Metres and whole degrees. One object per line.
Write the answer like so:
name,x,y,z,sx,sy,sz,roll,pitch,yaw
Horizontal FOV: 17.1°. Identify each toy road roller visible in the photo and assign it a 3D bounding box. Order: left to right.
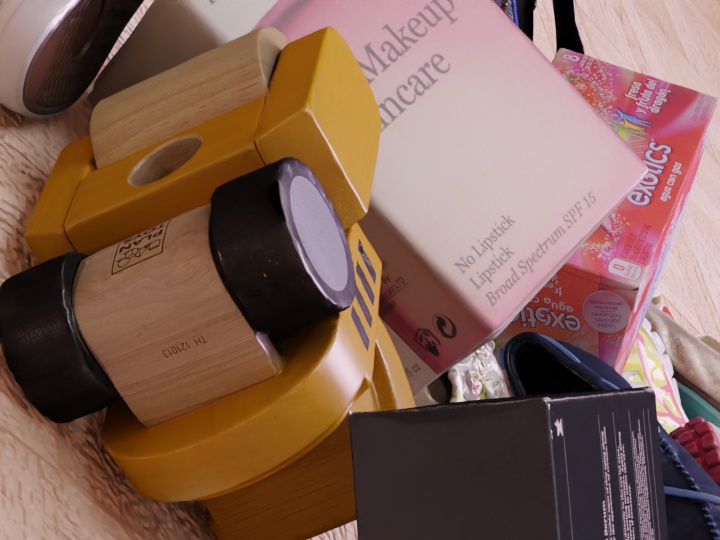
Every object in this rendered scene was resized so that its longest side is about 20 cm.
toy road roller,-0.043,0.014,0.905,0.146,0.122,0.200,59,19,-26

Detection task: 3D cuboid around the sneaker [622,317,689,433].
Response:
sneaker,0.145,0.090,1.316,0.200,0.078,0.090,52,20,-10

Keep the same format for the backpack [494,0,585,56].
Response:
backpack,0.044,-0.196,1.394,0.200,0.153,0.191,-100,-170,-63

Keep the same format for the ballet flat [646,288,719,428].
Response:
ballet flat,0.171,0.046,1.410,0.062,0.068,0.200,-32,64,-35

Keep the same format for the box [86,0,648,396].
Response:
box,0.003,-0.061,1.048,0.200,0.109,0.128,47,57,-1

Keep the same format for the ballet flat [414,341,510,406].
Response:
ballet flat,0.000,0.000,1.117,0.200,0.076,0.064,53,26,4

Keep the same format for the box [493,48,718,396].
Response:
box,0.113,-0.018,1.258,0.094,0.103,0.200,18,37,9

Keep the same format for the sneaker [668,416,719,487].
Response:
sneaker,0.170,0.152,1.101,0.075,0.081,0.200,30,29,-33

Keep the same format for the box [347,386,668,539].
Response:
box,0.061,0.145,0.854,0.141,0.078,0.201,5,80,-70

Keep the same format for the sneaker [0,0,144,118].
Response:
sneaker,-0.140,-0.127,1.027,0.084,0.073,0.200,22,27,0

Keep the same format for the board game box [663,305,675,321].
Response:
board game box,0.193,0.102,1.466,0.101,0.048,0.201,28,31,-56

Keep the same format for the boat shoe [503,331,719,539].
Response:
boat shoe,0.110,0.099,1.087,0.069,0.084,0.200,38,6,-35
